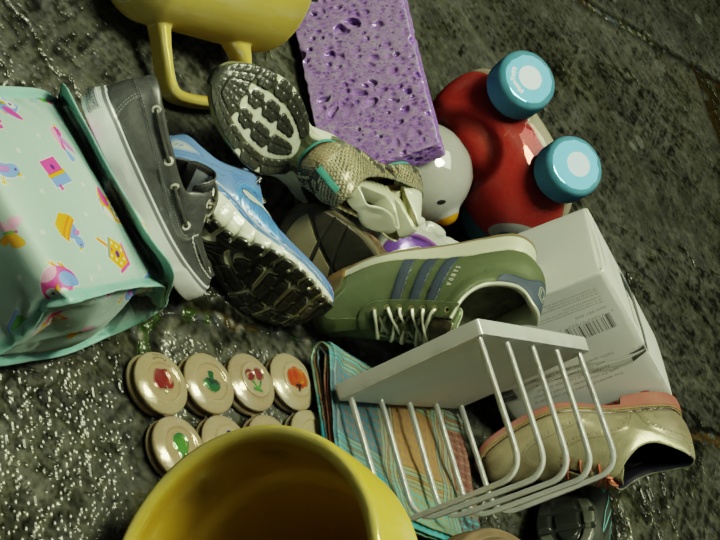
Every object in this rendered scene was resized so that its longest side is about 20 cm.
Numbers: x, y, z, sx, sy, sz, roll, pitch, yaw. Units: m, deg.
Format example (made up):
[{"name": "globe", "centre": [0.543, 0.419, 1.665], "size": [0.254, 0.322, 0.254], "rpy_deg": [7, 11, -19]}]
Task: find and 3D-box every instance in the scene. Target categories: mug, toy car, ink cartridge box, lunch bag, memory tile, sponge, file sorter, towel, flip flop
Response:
[{"name": "mug", "centre": [-0.133, -0.249, 1.273], "size": [0.153, 0.149, 0.187], "rpy_deg": [-4, 60, -45]}, {"name": "toy car", "centre": [0.088, -0.086, 1.449], "size": [0.200, 0.184, 0.177], "rpy_deg": [-27, 87, -28]}, {"name": "ink cartridge box", "centre": [0.180, 0.057, 1.370], "size": [0.200, 0.144, 0.084], "rpy_deg": [54, 21, -42]}, {"name": "lunch bag", "centre": [-0.215, -0.033, 1.010], "size": [0.171, 0.122, 0.200], "rpy_deg": [58, 21, 8]}, {"name": "memory tile", "centre": [-0.085, 0.132, 1.141], "size": [0.200, 0.017, 0.154], "rpy_deg": [5, 61, -52]}, {"name": "sponge", "centre": [0.005, -0.178, 1.420], "size": [0.030, 0.111, 0.200], "rpy_deg": [54, 21, -61]}, {"name": "file sorter", "centre": [0.103, 0.129, 1.232], "size": [0.200, 0.139, 0.125], "rpy_deg": [11, 58, -57]}, {"name": "towel", "centre": [0.034, 0.151, 1.261], "size": [0.200, 0.022, 0.147], "rpy_deg": [30, 41, -43]}, {"name": "flip flop", "centre": [0.000, 0.000, 1.312], "size": [0.200, 0.081, 0.058], "rpy_deg": [30, 25, -38]}]

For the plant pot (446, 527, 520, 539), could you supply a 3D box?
[{"name": "plant pot", "centre": [0.140, 0.301, 1.214], "size": [0.201, 0.093, 0.201], "rpy_deg": [29, 50, -42]}]

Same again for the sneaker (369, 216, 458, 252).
[{"name": "sneaker", "centre": [0.082, 0.018, 1.420], "size": [0.200, 0.081, 0.084], "rpy_deg": [22, 65, -34]}]

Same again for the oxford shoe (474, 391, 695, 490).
[{"name": "oxford shoe", "centre": [0.203, 0.163, 1.353], "size": [0.075, 0.199, 0.071], "rpy_deg": [-109, -172, -47]}]

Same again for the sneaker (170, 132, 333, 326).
[{"name": "sneaker", "centre": [-0.091, -0.038, 1.212], "size": [0.200, 0.078, 0.089], "rpy_deg": [45, 38, -20]}]

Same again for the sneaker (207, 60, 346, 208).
[{"name": "sneaker", "centre": [-0.085, -0.117, 1.272], "size": [0.077, 0.089, 0.200], "rpy_deg": [-58, 145, -8]}]

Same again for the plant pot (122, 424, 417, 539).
[{"name": "plant pot", "centre": [-0.032, 0.226, 0.992], "size": [0.189, 0.200, 0.201], "rpy_deg": [42, 34, -50]}]

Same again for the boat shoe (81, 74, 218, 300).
[{"name": "boat shoe", "centre": [-0.138, -0.062, 1.110], "size": [0.070, 0.066, 0.200], "rpy_deg": [-114, -178, -52]}]

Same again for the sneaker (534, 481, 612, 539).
[{"name": "sneaker", "centre": [0.198, 0.210, 1.422], "size": [0.200, 0.075, 0.079], "rpy_deg": [-80, 150, -46]}]

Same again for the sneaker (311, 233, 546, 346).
[{"name": "sneaker", "centre": [0.058, 0.031, 1.247], "size": [0.090, 0.200, 0.067], "rpy_deg": [-104, 180, -49]}]

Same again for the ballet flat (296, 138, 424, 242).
[{"name": "ballet flat", "centre": [0.013, -0.060, 1.292], "size": [0.075, 0.068, 0.200], "rpy_deg": [54, 16, 20]}]
